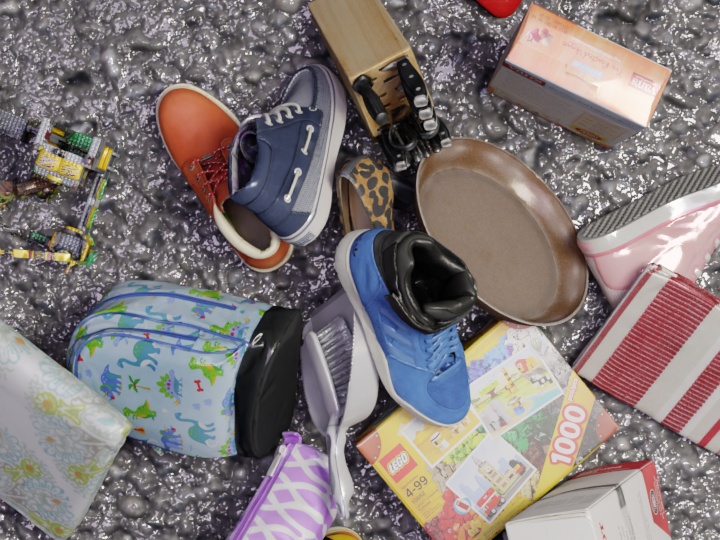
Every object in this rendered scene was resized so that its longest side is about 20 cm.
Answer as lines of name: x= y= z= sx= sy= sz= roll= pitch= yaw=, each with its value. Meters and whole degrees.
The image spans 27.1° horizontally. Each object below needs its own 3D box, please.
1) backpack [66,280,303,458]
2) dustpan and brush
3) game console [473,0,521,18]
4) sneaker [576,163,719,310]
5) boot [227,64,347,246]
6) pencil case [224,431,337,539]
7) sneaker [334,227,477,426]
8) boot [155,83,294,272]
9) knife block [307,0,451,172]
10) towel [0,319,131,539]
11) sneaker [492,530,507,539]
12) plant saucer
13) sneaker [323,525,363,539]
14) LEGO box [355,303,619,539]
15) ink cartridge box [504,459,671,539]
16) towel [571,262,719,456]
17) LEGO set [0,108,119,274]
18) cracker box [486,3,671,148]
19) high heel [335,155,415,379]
backpack: x=-0.169 y=0.087 z=1.371 sx=0.198 sy=0.154 sz=0.164 roll=25 pitch=131 yaw=18
dustpan and brush: x=-0.020 y=0.121 z=1.352 sx=0.057 sy=0.139 sz=0.202 roll=-10 pitch=77 yaw=-26
game console: x=0.110 y=-0.373 z=1.433 sx=0.172 sy=0.119 sz=0.201 roll=32 pitch=90 yaw=-31
sneaker: x=0.307 y=-0.027 z=1.407 sx=0.198 sy=0.075 sz=0.106 roll=-26 pitch=104 yaw=-7
boot: x=-0.068 y=-0.126 z=1.353 sx=0.072 sy=0.090 sz=0.202 roll=-26 pitch=45 yaw=32
pencil case: x=-0.083 y=0.242 z=1.348 sx=0.083 sy=0.201 sz=0.086 roll=-4 pitch=130 yaw=36
sneaker: x=0.062 y=0.052 z=1.283 sx=0.077 sy=0.111 sz=0.202 roll=-36 pitch=109 yaw=-31
boot: x=-0.128 y=-0.092 z=1.390 sx=0.075 sy=0.107 sz=0.201 roll=-34 pitch=88 yaw=2
knife block: x=0.016 y=-0.184 z=1.346 sx=0.063 sy=0.176 sz=0.202 roll=-25 pitch=84 yaw=-1
towel: x=-0.305 y=0.146 z=1.365 sx=0.170 sy=0.048 sz=0.201 roll=34 pitch=134 yaw=2
sneaker: x=0.151 y=0.347 z=1.404 sx=0.108 sy=0.070 sz=0.202 roll=-28 pitch=95 yaw=7
plant saucer: x=0.124 y=-0.031 z=1.369 sx=0.200 sy=0.200 sz=0.032 roll=48 pitch=130 yaw=0
sneaker: x=-0.083 y=0.307 z=1.394 sx=0.199 sy=0.090 sz=0.070 roll=-31 pitch=90 yaw=0
LEGO box: x=0.117 y=0.151 z=1.400 sx=0.200 sy=0.077 sz=0.149 roll=-41 pitch=90 yaw=0
ink cartridge box: x=0.212 y=0.265 z=1.332 sx=0.082 sy=0.199 sz=0.149 roll=-12 pitch=89 yaw=28
towel: x=0.315 y=0.090 z=1.388 sx=0.199 sy=0.023 sz=0.145 roll=29 pitch=123 yaw=-4
LEGO set: x=-0.319 y=-0.088 z=1.383 sx=0.199 sy=0.116 sz=0.155 roll=29 pitch=90 yaw=1
cracker box: x=0.190 y=-0.170 z=1.340 sx=0.133 sy=0.200 sz=0.058 roll=26 pitch=90 yaw=0
high heel: x=0.000 y=0.000 z=1.366 sx=0.071 sy=0.142 sz=0.203 roll=6 pitch=84 yaw=27
